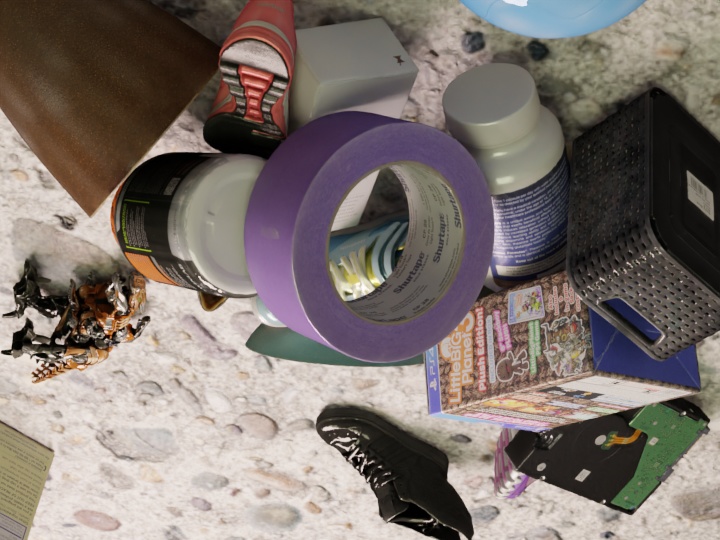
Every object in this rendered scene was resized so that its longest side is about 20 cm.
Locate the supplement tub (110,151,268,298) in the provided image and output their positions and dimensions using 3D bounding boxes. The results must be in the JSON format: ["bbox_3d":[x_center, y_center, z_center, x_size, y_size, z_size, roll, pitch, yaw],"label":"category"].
[{"bbox_3d":[-0.142,-0.043,1.402,0.122,0.123,0.200,39,166,-27],"label":"supplement tub"}]

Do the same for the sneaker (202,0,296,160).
[{"bbox_3d":[-0.080,-0.162,1.326,0.073,0.087,0.200,17,152,-4],"label":"sneaker"}]

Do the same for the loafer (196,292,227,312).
[{"bbox_3d":[-0.119,-0.041,1.534,0.072,0.073,0.201,13,135,-2],"label":"loafer"}]

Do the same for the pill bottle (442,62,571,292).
[{"bbox_3d":[0.133,-0.082,1.418,0.110,0.111,0.201,-5,135,15],"label":"pill bottle"}]

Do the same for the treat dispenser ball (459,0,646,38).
[{"bbox_3d":[0.141,-0.271,1.158,0.199,0.202,0.202,5,136,5],"label":"treat dispenser ball"}]

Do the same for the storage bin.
[{"bbox_3d":[0.258,-0.042,1.371,0.135,0.201,0.094,37,131,-25],"label":"storage bin"}]

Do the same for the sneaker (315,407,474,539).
[{"bbox_3d":[0.036,0.232,1.762,0.199,0.105,0.060,25,135,-15],"label":"sneaker"}]

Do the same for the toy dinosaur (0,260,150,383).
[{"bbox_3d":[-0.300,0.066,1.670,0.135,0.102,0.201,16,116,-30],"label":"toy dinosaur"}]

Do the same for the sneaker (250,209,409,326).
[{"bbox_3d":[0.000,0.000,1.463,0.199,0.130,0.080,-26,104,-14],"label":"sneaker"}]

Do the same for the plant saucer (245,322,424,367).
[{"bbox_3d":[-0.015,0.062,1.573,0.199,0.200,0.036,3,96,7],"label":"plant saucer"}]

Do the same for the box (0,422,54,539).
[{"bbox_3d":[-0.465,0.306,1.862,0.096,0.201,0.176,34,131,-23],"label":"box"}]

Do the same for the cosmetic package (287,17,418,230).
[{"bbox_3d":[-0.033,-0.121,1.408,0.101,0.071,0.201,-13,145,-30],"label":"cosmetic package"}]

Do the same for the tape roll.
[{"bbox_3d":[0.009,-0.030,1.325,0.200,0.200,0.085,46,165,-32],"label":"tape roll"}]

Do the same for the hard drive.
[{"bbox_3d":[0.258,0.172,1.637,0.199,0.038,0.140,24,112,-38],"label":"hard drive"}]

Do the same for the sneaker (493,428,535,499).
[{"bbox_3d":[0.206,0.185,1.708,0.088,0.081,0.201,13,136,-14],"label":"sneaker"}]

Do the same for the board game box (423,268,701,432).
[{"bbox_3d":[0.182,0.077,1.457,0.159,0.098,0.199,12,157,-42],"label":"board game box"}]

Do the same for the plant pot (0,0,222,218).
[{"bbox_3d":[-0.246,-0.181,1.360,0.200,0.187,0.187,41,130,-9],"label":"plant pot"}]

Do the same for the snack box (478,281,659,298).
[{"bbox_3d":[0.213,0.053,1.595,0.199,0.037,0.117,-4,136,14],"label":"snack box"}]
